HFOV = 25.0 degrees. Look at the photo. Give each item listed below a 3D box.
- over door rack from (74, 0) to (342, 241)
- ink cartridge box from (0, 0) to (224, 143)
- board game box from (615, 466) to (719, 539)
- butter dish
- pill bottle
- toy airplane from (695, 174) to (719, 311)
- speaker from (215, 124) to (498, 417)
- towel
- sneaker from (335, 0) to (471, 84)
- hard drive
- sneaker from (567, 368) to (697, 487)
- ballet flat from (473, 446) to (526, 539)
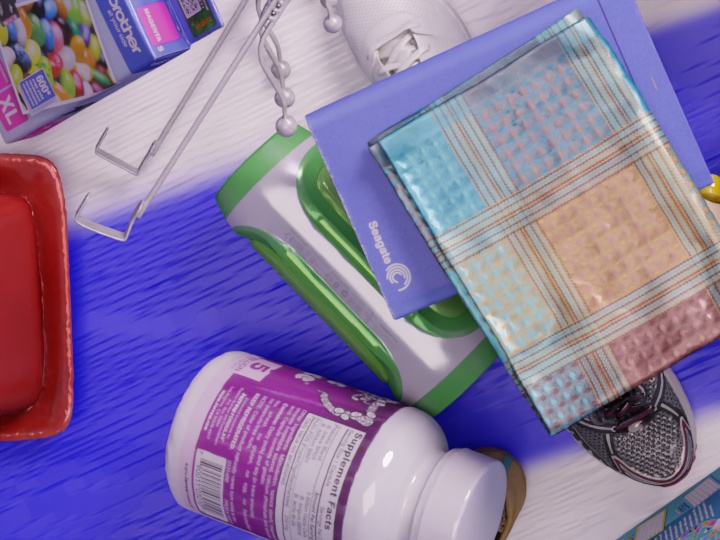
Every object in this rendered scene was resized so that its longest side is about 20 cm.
[{"bbox_3d":[-0.085,-0.106,1.014,0.067,0.148,0.200,42,103,-17],"label":"over door rack"},{"bbox_3d":[-0.183,-0.168,1.032,0.200,0.042,0.119,-21,95,40],"label":"ink cartridge box"},{"bbox_3d":[0.209,0.183,1.014,0.200,0.151,0.047,-38,91,11],"label":"board game box"},{"bbox_3d":[-0.302,0.027,1.067,0.200,0.148,0.200,0,98,8],"label":"butter dish"},{"bbox_3d":[-0.014,0.129,1.032,0.200,0.112,0.112,17,100,23],"label":"pill bottle"},{"bbox_3d":[0.246,-0.018,0.988,0.199,0.141,0.200,-27,74,-18],"label":"toy airplane"},{"bbox_3d":[0.000,0.000,1.052,0.088,0.088,0.200,-44,90,11],"label":"speaker"},{"bbox_3d":[0.114,-0.027,0.910,0.147,0.022,0.200,-32,85,10],"label":"towel"},{"bbox_3d":[0.043,-0.113,1.017,0.074,0.116,0.200,-34,90,13],"label":"sneaker"},{"bbox_3d":[0.085,-0.070,0.943,0.200,0.025,0.132,-24,91,10],"label":"hard drive"},{"bbox_3d":[0.146,0.062,1.037,0.081,0.075,0.200,-35,105,10],"label":"sneaker"},{"bbox_3d":[0.047,0.209,1.084,0.069,0.063,0.200,24,100,2],"label":"ballet flat"}]
